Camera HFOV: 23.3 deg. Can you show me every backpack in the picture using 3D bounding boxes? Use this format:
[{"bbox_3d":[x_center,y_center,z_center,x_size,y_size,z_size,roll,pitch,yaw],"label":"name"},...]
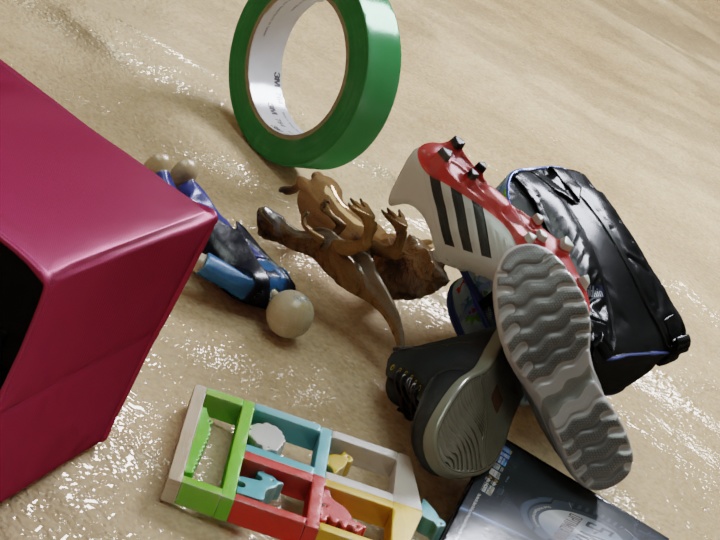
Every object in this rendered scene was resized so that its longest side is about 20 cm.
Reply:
[{"bbox_3d":[0.165,0.018,1.548,0.183,0.147,0.201,-3,62,-51],"label":"backpack"}]

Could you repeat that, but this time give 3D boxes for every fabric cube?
[{"bbox_3d":[-0.244,0.009,1.079,0.196,0.201,0.199,34,24,14],"label":"fabric cube"}]

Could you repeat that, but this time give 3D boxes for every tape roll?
[{"bbox_3d":[-0.047,-0.200,1.702,0.048,0.201,0.201,4,35,-45],"label":"tape roll"}]

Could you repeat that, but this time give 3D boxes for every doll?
[{"bbox_3d":[-0.111,-0.015,1.456,0.200,0.049,0.136,47,19,24],"label":"doll"}]

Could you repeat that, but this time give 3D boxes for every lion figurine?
[{"bbox_3d":[-0.004,-0.034,1.545,0.199,0.073,0.122,30,-3,15],"label":"lion figurine"}]

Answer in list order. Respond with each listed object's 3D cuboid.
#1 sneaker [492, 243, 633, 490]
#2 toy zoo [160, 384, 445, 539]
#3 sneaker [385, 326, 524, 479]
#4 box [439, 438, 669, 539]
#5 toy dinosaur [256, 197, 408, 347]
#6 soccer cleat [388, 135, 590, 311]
[{"bbox_3d":[0.147,0.077,1.380,0.074,0.201,0.082,-19,2,-10],"label":"sneaker"},{"bbox_3d":[-0.034,0.150,1.228,0.199,0.021,0.131,20,25,-5],"label":"toy zoo"},{"bbox_3d":[0.057,0.109,1.358,0.106,0.075,0.200,-10,16,25],"label":"sneaker"},{"bbox_3d":[0.139,0.217,1.291,0.160,0.044,0.200,32,24,6],"label":"box"},{"bbox_3d":[0.000,0.000,1.470,0.200,0.106,0.060,42,26,21],"label":"toy dinosaur"},{"bbox_3d":[0.107,-0.020,1.439,0.200,0.085,0.069,46,33,4],"label":"soccer cleat"}]
